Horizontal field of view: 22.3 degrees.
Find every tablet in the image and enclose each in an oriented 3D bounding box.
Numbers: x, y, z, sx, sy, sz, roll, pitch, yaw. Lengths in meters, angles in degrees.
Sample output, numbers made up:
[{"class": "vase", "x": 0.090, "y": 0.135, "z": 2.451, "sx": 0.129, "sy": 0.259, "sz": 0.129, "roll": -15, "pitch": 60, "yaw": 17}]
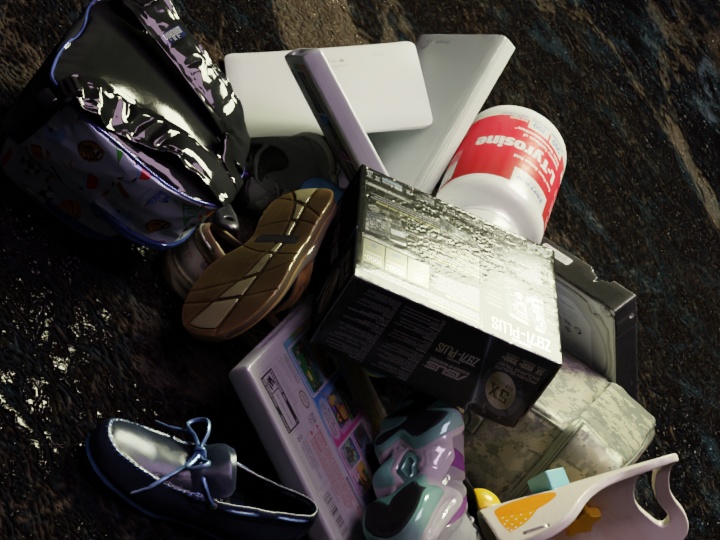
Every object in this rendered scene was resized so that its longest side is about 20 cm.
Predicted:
[{"class": "tablet", "x": -0.034, "y": -0.183, "z": 1.853, "sx": 0.200, "sy": 0.014, "sz": 0.130, "roll": -5, "pitch": 48, "yaw": -6}]

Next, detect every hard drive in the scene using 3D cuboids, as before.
[{"class": "hard drive", "x": 0.062, "y": -0.155, "z": 1.869, "sx": 0.026, "sy": 0.132, "sz": 0.200, "roll": 43, "pitch": 68, "yaw": -36}, {"class": "hard drive", "x": 0.220, "y": 0.072, "z": 1.860, "sx": 0.038, "sy": 0.200, "sz": 0.140, "roll": -35, "pitch": 50, "yaw": -24}]

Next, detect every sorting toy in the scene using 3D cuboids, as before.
[{"class": "sorting toy", "x": 0.205, "y": 0.230, "z": 1.613, "sx": 0.200, "sy": 0.180, "sz": 0.107, "roll": 72, "pitch": -8, "yaw": -45}]

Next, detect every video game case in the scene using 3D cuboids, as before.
[{"class": "video game case", "x": -0.026, "y": 0.137, "z": 1.541, "sx": 0.200, "sy": 0.024, "sz": 0.182, "roll": 64, "pitch": 26, "yaw": -10}, {"class": "video game case", "x": -0.009, "y": -0.118, "z": 1.721, "sx": 0.200, "sy": 0.024, "sz": 0.182, "roll": 62, "pitch": -4, "yaw": -10}]

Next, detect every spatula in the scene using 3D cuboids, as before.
[{"class": "spatula", "x": -0.124, "y": -0.071, "z": 1.636, "sx": 0.056, "sy": 0.021, "sz": 0.200, "roll": 14, "pitch": 21, "yaw": -14}]

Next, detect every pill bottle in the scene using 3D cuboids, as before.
[{"class": "pill bottle", "x": 0.133, "y": -0.068, "z": 1.801, "sx": 0.112, "sy": 0.112, "sz": 0.200, "roll": 43, "pitch": 36, "yaw": -15}]

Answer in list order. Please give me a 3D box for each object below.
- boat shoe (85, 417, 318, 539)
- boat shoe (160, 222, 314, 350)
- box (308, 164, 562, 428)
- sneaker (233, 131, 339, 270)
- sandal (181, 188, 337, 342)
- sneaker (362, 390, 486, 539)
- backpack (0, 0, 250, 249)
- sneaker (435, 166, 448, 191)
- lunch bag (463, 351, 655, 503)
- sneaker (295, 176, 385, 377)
[{"class": "boat shoe", "x": -0.118, "y": 0.154, "z": 1.405, "sx": 0.200, "sy": 0.069, "sz": 0.084, "roll": 28, "pitch": 36, "yaw": -37}, {"class": "boat shoe", "x": -0.083, "y": 0.028, "z": 1.614, "sx": 0.200, "sy": 0.063, "sz": 0.073, "roll": 31, "pitch": 34, "yaw": -33}, {"class": "box", "x": 0.066, "y": 0.021, "z": 1.575, "sx": 0.200, "sy": 0.086, "sz": 0.164, "roll": 23, "pitch": 35, "yaw": -15}, {"class": "sneaker", "x": -0.065, "y": -0.045, "z": 1.737, "sx": 0.115, "sy": 0.075, "sz": 0.200, "roll": 2, "pitch": 54, "yaw": -39}, {"class": "sandal", "x": -0.075, "y": 0.002, "z": 1.552, "sx": 0.200, "sy": 0.080, "sz": 0.054, "roll": -53, "pitch": 138, "yaw": -43}, {"class": "sneaker", "x": 0.067, "y": 0.202, "z": 1.558, "sx": 0.140, "sy": 0.078, "sz": 0.200, "roll": 59, "pitch": 34, "yaw": -29}, {"class": "backpack", "x": -0.192, "y": -0.109, "z": 1.524, "sx": 0.190, "sy": 0.154, "sz": 0.200, "roll": 37, "pitch": 38, "yaw": -13}, {"class": "sneaker", "x": 0.030, "y": -0.145, "z": 1.981, "sx": 0.200, "sy": 0.075, "sz": 0.114, "roll": 43, "pitch": 29, "yaw": -3}, {"class": "lunch bag", "x": 0.174, "y": 0.157, "z": 1.761, "sx": 0.168, "sy": 0.139, "sz": 0.200, "roll": 44, "pitch": 24, "yaw": 9}, {"class": "sneaker", "x": 0.000, "y": 0.000, "z": 1.665, "sx": 0.066, "sy": 0.078, "sz": 0.200, "roll": -20, "pitch": 82, "yaw": -18}]
